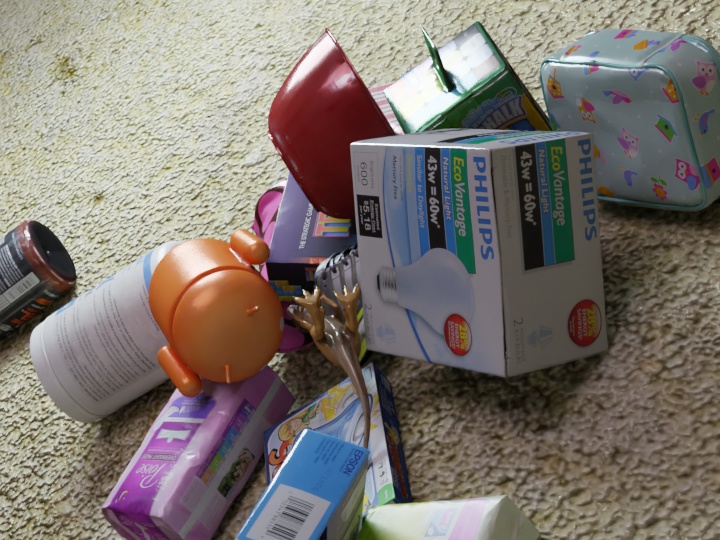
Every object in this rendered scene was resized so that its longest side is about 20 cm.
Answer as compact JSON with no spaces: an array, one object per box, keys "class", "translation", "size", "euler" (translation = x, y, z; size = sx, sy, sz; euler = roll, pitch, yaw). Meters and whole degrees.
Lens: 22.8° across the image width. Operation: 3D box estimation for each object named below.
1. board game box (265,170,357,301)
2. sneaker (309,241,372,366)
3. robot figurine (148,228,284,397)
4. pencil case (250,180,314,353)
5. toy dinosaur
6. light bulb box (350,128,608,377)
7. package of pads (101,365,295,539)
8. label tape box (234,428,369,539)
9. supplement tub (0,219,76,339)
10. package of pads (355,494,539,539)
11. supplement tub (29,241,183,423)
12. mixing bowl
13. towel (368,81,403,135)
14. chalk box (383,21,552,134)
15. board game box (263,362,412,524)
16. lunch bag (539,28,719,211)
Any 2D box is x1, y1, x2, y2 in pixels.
[{"class":"board game box","translation":[-0.001,-0.054,1.847],"size":[0.163,0.057,0.201],"euler":[1,42,8]},{"class":"sneaker","translation":[0.000,0.000,1.721],"size":[0.074,0.080,0.202],"euler":[-54,-13,-65]},{"class":"robot figurine","translation":[-0.143,0.041,1.767],"size":[0.143,0.117,0.200],"euler":[-28,26,-9]},{"class":"pencil case","translation":[-0.080,-0.002,1.914],"size":[0.093,0.091,0.201],"euler":[-20,37,18]},{"class":"toy dinosaur","translation":[-0.016,0.071,1.653],"size":[0.060,0.107,0.200],"euler":[-20,36,-10]},{"class":"light bulb box","translation":[0.103,-0.022,1.584],"size":[0.124,0.201,0.199],"euler":[-12,11,-35]},{"class":"package of pads","translation":[-0.163,0.183,1.780],"size":[0.120,0.076,0.201],"euler":[-5,46,50]},{"class":"label tape box","translation":[-0.051,0.255,1.471],"size":[0.065,0.202,0.144],"euler":[15,39,16]},{"class":"supplement tub","translation":[-0.473,0.030,2.320],"size":[0.199,0.107,0.107],"euler":[-35,30,12]},{"class":"package of pads","translation":[0.040,0.277,1.423],"size":[0.153,0.068,0.201],"euler":[-12,41,42]},{"class":"supplement tub","translation":[-0.252,0.068,1.981],"size":[0.199,0.132,0.133],"euler":[-30,31,18]},{"class":"mixing bowl","translation":[-0.024,-0.127,1.768],"size":[0.108,0.201,0.200],"euler":[-32,30,2]},{"class":"towel","translation":[0.079,-0.175,1.948],"size":[0.145,0.030,0.200],"euler":[-14,22,-16]},{"class":"chalk box","translation":[0.110,-0.150,1.767],"size":[0.123,0.200,0.125],"euler":[-36,30,9]},{"class":"board game box","translation":[-0.024,0.188,1.649],"size":[0.135,0.035,0.201],"euler":[-34,30,14]},{"class":"lunch bag","translation":[0.256,-0.133,1.621],"size":[0.077,0.162,0.199],"euler":[-32,24,-25]}]
